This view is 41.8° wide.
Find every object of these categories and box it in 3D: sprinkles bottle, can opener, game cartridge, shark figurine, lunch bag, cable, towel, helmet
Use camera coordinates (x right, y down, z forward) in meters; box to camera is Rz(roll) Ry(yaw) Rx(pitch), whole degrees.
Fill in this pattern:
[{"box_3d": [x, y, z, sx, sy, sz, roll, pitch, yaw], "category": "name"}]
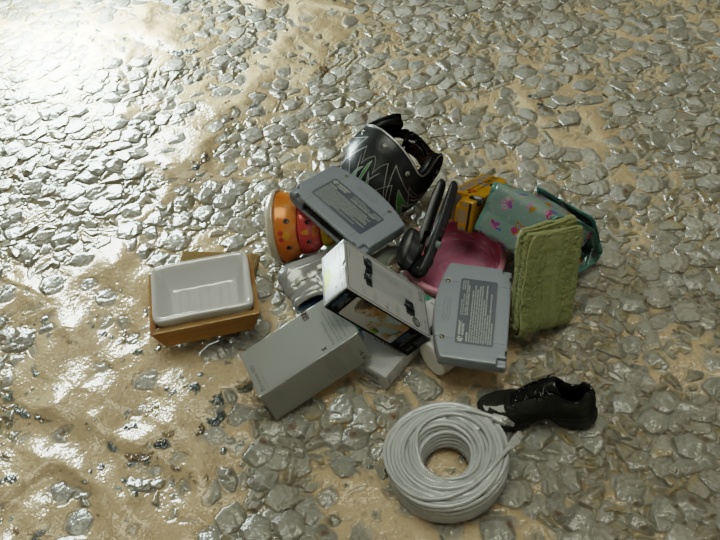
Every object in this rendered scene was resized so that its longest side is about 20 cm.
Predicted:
[{"box_3d": [0.199, 0.106, 1.660, 0.198, 0.069, 0.068, -30, 50, -21], "category": "sprinkles bottle"}, {"box_3d": [0.133, -0.079, 1.745, 0.063, 0.079, 0.202, 21, 74, 25], "category": "can opener"}, {"box_3d": [-0.020, -0.111, 1.753, 0.132, 0.042, 0.200, -29, 59, -37], "category": "game cartridge"}, {"box_3d": [0.014, -0.017, 1.748, 0.089, 0.128, 0.215, 41, 62, 5], "category": "shark figurine"}, {"box_3d": [0.343, -0.079, 1.759, 0.198, 0.124, 0.170, 7, 21, -43], "category": "lunch bag"}, {"box_3d": [0.135, 0.297, 1.484, 0.198, 0.070, 0.201, 21, 52, 26], "category": "cable"}, {"box_3d": [0.321, 0.010, 1.636, 0.146, 0.203, 0.036, -11, 22, -31], "category": "towel"}, {"box_3d": [0.053, -0.204, 1.883, 0.198, 0.203, 0.190, 27, 40, 29], "category": "helmet"}, {"box_3d": [0.190, 0.079, 1.616, 0.131, 0.042, 0.202, 5, 52, 8], "category": "game cartridge"}]

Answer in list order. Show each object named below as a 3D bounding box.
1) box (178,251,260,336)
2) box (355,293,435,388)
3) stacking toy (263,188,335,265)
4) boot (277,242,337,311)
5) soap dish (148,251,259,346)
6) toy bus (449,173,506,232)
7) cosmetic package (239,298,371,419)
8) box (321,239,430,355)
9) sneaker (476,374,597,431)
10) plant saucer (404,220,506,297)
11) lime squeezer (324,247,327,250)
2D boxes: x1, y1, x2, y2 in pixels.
[{"box_3d": [-0.291, 0.041, 1.813, 0.160, 0.021, 0.202, 2, 47, 9], "category": "box"}, {"box_3d": [0.049, 0.106, 1.701, 0.143, 0.037, 0.200, 26, 53, 28], "category": "box"}, {"box_3d": [-0.078, -0.093, 1.818, 0.196, 0.147, 0.148, -6, 45, 10], "category": "stacking toy"}, {"box_3d": [-0.053, 0.012, 1.793, 0.198, 0.074, 0.096, -24, 61, -13], "category": "boot"}, {"box_3d": [-0.286, 0.053, 1.727, 0.197, 0.082, 0.159, -11, 45, -4], "category": "soap dish"}, {"box_3d": [0.226, -0.134, 1.838, 0.077, 0.066, 0.199, 19, 25, 24], "category": "toy bus"}, {"box_3d": [-0.095, 0.147, 1.615, 0.198, 0.082, 0.113, -33, 47, -5], "category": "cosmetic package"}, {"box_3d": [0.026, 0.047, 1.607, 0.060, 0.199, 0.118, -38, 38, 29], "category": "box"}, {"box_3d": [0.288, 0.208, 1.536, 0.196, 0.092, 0.077, -4, 47, 4], "category": "sneaker"}, {"box_3d": [0.178, -0.013, 1.792, 0.197, 0.051, 0.203, -3, 47, 4], "category": "plant saucer"}, {"box_3d": [-0.052, -0.119, 1.940, 0.070, 0.038, 0.202, -33, 44, 19], "category": "lime squeezer"}]
